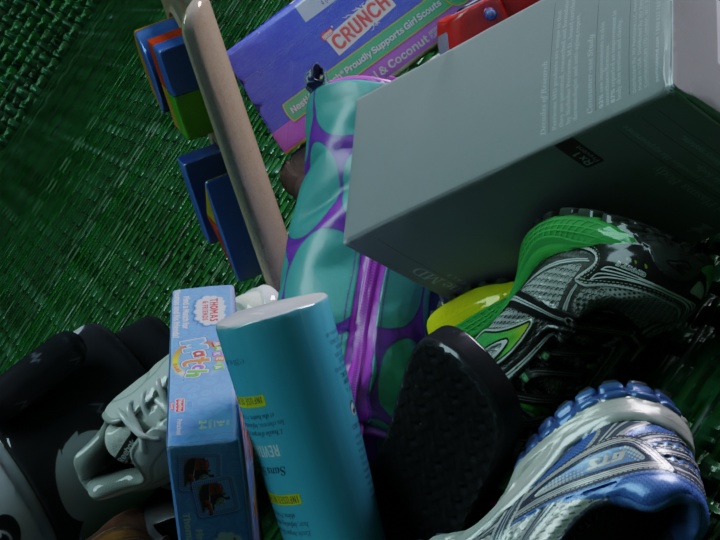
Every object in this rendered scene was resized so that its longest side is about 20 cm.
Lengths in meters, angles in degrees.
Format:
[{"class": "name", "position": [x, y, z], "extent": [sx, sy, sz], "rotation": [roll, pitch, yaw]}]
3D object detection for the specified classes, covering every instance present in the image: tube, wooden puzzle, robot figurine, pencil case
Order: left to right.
[{"class": "robot figurine", "position": [-0.193, 0.117, 1.241], "extent": [0.199, 0.151, 0.125], "rotation": [-33, 12, -20]}, {"class": "wooden puzzle", "position": [-0.090, -0.079, 1.116], "extent": [0.046, 0.187, 0.200], "rotation": [-20, 17, -4]}, {"class": "tube", "position": [-0.012, 0.112, 0.806], "extent": [0.050, 0.202, 0.077], "rotation": [-17, 6, -17]}, {"class": "pencil case", "position": [0.000, 0.000, 0.939], "extent": [0.092, 0.084, 0.202], "rotation": [123, 156, -69]}]

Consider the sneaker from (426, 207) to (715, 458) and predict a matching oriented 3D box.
[{"class": "sneaker", "position": [0.087, 0.039, 0.822], "extent": [0.200, 0.077, 0.086], "rotation": [-45, 26, 56]}]

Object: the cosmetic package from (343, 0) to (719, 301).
[{"class": "cosmetic package", "position": [0.094, -0.056, 0.829], "extent": [0.199, 0.106, 0.091], "rotation": [-28, 47, 43]}]

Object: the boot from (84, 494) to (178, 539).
[{"class": "boot", "position": [-0.186, 0.201, 1.068], "extent": [0.198, 0.069, 0.189], "rotation": [-23, 19, 6]}]

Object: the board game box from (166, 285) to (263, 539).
[{"class": "board game box", "position": [-0.065, 0.131, 0.895], "extent": [0.152, 0.036, 0.202], "rotation": [-100, 4, -64]}]

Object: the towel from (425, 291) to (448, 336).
[{"class": "towel", "position": [0.041, -0.008, 0.984], "extent": [0.199, 0.024, 0.146], "rotation": [-25, 53, 44]}]

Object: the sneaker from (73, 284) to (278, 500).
[{"class": "sneaker", "position": [-0.098, 0.079, 1.071], "extent": [0.081, 0.076, 0.200], "rotation": [-13, -24, -40]}]

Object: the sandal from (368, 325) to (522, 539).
[{"class": "sandal", "position": [0.037, 0.091, 0.807], "extent": [0.045, 0.075, 0.201], "rotation": [-31, -24, -33]}]

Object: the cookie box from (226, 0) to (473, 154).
[{"class": "cookie box", "position": [0.001, -0.156, 1.195], "extent": [0.170, 0.076, 0.200], "rotation": [-35, 5, 3]}]

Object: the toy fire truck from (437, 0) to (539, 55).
[{"class": "toy fire truck", "position": [0.131, -0.144, 0.934], "extent": [0.198, 0.049, 0.141], "rotation": [-25, 7, 6]}]

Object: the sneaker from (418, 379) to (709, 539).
[{"class": "sneaker", "position": [0.058, 0.135, 0.716], "extent": [0.201, 0.077, 0.085], "rotation": [-53, 23, 12]}]

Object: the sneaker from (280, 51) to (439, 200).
[{"class": "sneaker", "position": [0.043, -0.072, 1.129], "extent": [0.199, 0.073, 0.081], "rotation": [-34, 66, 30]}]
